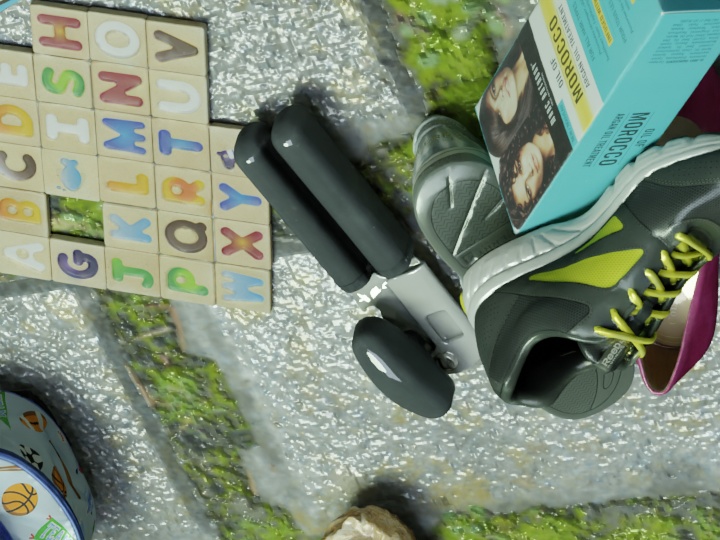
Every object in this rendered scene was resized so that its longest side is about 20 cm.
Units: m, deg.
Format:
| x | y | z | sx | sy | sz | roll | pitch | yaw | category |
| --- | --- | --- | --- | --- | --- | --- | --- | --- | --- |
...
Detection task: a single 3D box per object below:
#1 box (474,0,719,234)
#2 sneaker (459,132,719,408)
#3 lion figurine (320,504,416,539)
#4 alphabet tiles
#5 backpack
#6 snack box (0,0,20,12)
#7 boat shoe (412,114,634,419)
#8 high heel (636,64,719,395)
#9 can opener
| x | y | z | sx | sy | sz | roll | pitch | yaw | category |
| --- | --- | --- | --- | --- | --- | --- | --- | --- | --- |
| 0.120 | -0.104 | 1.406 | 0.049 | 0.083 | 0.200 | -5 | 151 | -23 | box |
| 0.139 | 0.006 | 1.427 | 0.200 | 0.085 | 0.074 | -33 | 137 | 32 | sneaker |
| 0.042 | 0.220 | 1.760 | 0.199 | 0.073 | 0.123 | 27 | 120 | -26 | lion figurine |
| -0.131 | -0.063 | 1.599 | 0.166 | 0.008 | 0.201 | 9 | 132 | 9 | alphabet tiles |
| -0.258 | 0.165 | 1.733 | 0.190 | 0.154 | 0.201 | -23 | 126 | 3 | backpack |
| -0.144 | -0.204 | 1.362 | 0.037 | 0.200 | 0.117 | 35 | 149 | 36 | snack box |
| 0.088 | 0.000 | 1.560 | 0.074 | 0.065 | 0.202 | -30 | 124 | 13 | boat shoe |
| 0.154 | -0.034 | 1.480 | 0.067 | 0.096 | 0.201 | 5 | 131 | 12 | high heel |
| 0.000 | 0.000 | 1.573 | 0.053 | 0.067 | 0.200 | -21 | 125 | 29 | can opener |
